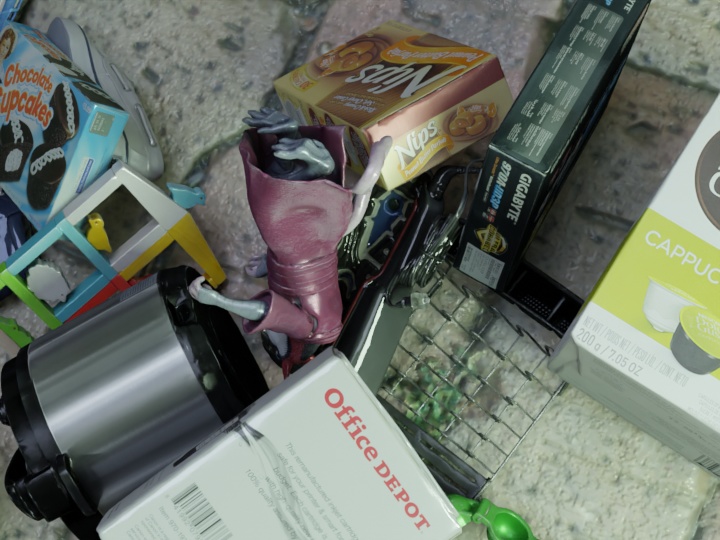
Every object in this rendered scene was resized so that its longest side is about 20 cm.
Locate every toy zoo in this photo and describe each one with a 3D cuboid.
[{"bbox_3d":[-0.199,0.004,1.315,0.200,0.131,0.020,-40,27,1],"label":"toy zoo"}]

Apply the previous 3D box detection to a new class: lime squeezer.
[{"bbox_3d":[0.087,0.197,1.175,0.199,0.038,0.071,6,103,20],"label":"lime squeezer"}]

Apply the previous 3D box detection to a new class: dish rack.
[{"bbox_3d":[0.069,0.079,1.230,0.153,0.055,0.200,36,85,27],"label":"dish rack"}]

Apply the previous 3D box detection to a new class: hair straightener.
[{"bbox_3d":[0.041,0.008,1.185,0.200,0.041,0.077,-58,31,3],"label":"hair straightener"}]

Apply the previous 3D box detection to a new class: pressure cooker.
[{"bbox_3d":[-0.175,0.110,1.235,0.199,0.176,0.179,-28,62,3],"label":"pressure cooker"}]

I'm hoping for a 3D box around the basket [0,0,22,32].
[{"bbox_3d":[-0.350,-0.272,1.442,0.200,0.139,0.177,6,71,54],"label":"basket"}]

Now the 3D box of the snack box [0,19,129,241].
[{"bbox_3d":[-0.265,-0.119,1.367,0.200,0.037,0.117,41,111,48],"label":"snack box"}]

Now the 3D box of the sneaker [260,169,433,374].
[{"bbox_3d":[0.000,0.000,1.276,0.078,0.089,0.200,40,105,7],"label":"sneaker"}]

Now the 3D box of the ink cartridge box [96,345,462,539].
[{"bbox_3d":[-0.052,0.166,1.111,0.200,0.083,0.145,-36,93,-1],"label":"ink cartridge box"}]

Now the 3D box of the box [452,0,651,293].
[{"bbox_3d":[0.138,-0.104,1.182,0.046,0.159,0.200,27,60,9],"label":"box"}]

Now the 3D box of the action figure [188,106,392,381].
[{"bbox_3d":[-0.036,-0.013,1.173,0.148,0.134,0.201,1,115,15],"label":"action figure"}]

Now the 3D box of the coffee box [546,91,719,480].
[{"bbox_3d":[0.261,0.025,1.077,0.199,0.200,0.198,32,84,8],"label":"coffee box"}]

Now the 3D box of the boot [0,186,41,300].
[{"bbox_3d":[-0.338,-0.058,1.419,0.090,0.073,0.201,-25,71,0],"label":"boot"}]

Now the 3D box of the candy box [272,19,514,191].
[{"bbox_3d":[0.022,-0.130,1.248,0.115,0.055,0.200,-30,25,-11],"label":"candy box"}]

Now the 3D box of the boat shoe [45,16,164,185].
[{"bbox_3d":[-0.221,-0.140,1.405,0.074,0.065,0.200,-57,43,35],"label":"boat shoe"}]
